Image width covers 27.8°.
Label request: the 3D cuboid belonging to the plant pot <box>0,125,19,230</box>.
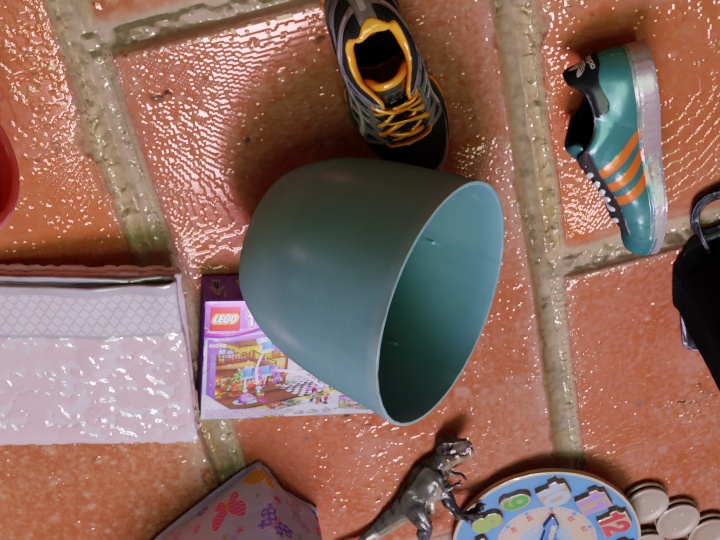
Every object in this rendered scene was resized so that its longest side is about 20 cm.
[{"bbox_3d":[-0.378,-0.045,1.070,0.199,0.202,0.177,25,127,-27],"label":"plant pot"}]

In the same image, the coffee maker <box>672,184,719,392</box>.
[{"bbox_3d":[0.355,0.061,1.292,0.134,0.201,0.192,-34,126,13],"label":"coffee maker"}]

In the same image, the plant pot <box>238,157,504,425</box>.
[{"bbox_3d":[0.000,0.000,1.170,0.160,0.200,0.202,22,132,26],"label":"plant pot"}]

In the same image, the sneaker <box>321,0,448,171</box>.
[{"bbox_3d":[0.022,-0.142,1.145,0.078,0.078,0.201,-25,129,5],"label":"sneaker"}]

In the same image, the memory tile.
[{"bbox_3d":[0.326,0.308,1.586,0.199,0.017,0.154,29,116,-28],"label":"memory tile"}]

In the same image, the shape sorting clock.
[{"bbox_3d":[0.193,0.285,1.513,0.197,0.039,0.202,-3,122,-4],"label":"shape sorting clock"}]

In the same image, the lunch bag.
[{"bbox_3d":[-0.128,0.316,1.395,0.199,0.170,0.127,-37,123,12],"label":"lunch bag"}]

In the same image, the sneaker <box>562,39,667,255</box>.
[{"bbox_3d":[0.212,-0.097,1.230,0.079,0.072,0.202,-11,123,2],"label":"sneaker"}]

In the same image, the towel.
[{"bbox_3d":[-0.244,0.078,1.262,0.197,0.032,0.193,0,127,0],"label":"towel"}]

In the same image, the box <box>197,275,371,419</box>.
[{"bbox_3d":[-0.046,0.068,1.310,0.197,0.039,0.138,-1,127,-11],"label":"box"}]

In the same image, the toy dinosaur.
[{"bbox_3d":[0.068,0.242,1.458,0.088,0.048,0.200,37,114,-7],"label":"toy dinosaur"}]
